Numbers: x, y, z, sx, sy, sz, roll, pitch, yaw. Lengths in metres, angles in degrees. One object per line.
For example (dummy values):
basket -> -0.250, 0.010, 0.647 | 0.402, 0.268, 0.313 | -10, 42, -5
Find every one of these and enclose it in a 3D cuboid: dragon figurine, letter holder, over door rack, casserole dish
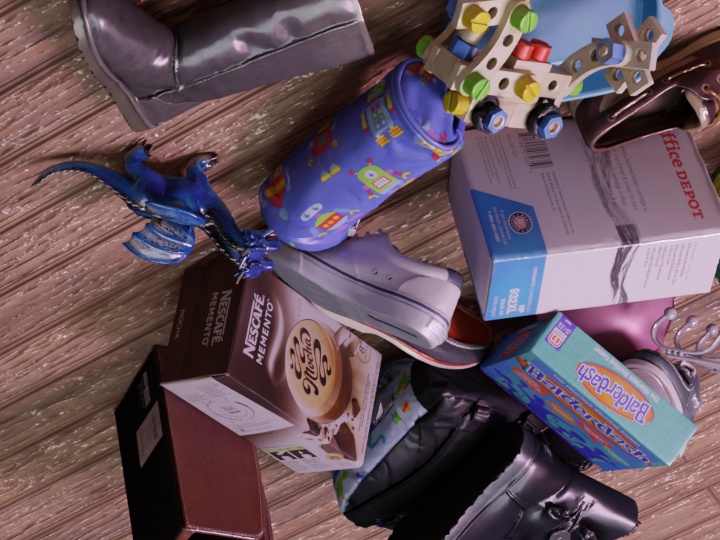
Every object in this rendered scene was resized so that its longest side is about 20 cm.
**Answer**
dragon figurine -> -0.157, -0.047, 1.545 | 0.199, 0.100, 0.059 | 10, 134, -25
letter holder -> -0.128, 0.186, 1.739 | 0.141, 0.201, 0.101 | 11, 133, -27
over door rack -> 0.363, 0.078, 1.646 | 0.148, 0.199, 0.067 | 16, 95, -62
casserole dish -> 0.146, -0.186, 1.523 | 0.199, 0.039, 0.122 | -11, 139, -6

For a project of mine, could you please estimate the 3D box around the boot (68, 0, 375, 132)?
boot -> -0.100, -0.184, 1.429 | 0.199, 0.073, 0.182 | -14, 154, 10

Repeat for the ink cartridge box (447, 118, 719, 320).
ink cartridge box -> 0.185, -0.048, 1.607 | 0.198, 0.146, 0.084 | -7, 140, -9

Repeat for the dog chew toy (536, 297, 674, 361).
dog chew toy -> 0.223, 0.054, 1.761 | 0.124, 0.125, 0.200 | -14, 148, 0

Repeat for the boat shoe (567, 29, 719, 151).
boat shoe -> 0.273, -0.142, 1.582 | 0.199, 0.072, 0.072 | -13, 140, -1

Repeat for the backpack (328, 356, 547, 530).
backpack -> 0.056, 0.162, 1.826 | 0.162, 0.154, 0.201 | 12, 118, -40

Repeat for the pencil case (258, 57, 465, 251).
pencil case -> 0.003, -0.086, 1.536 | 0.087, 0.078, 0.200 | 32, 136, -21

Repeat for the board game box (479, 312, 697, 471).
board game box -> 0.192, 0.109, 1.675 | 0.045, 0.152, 0.200 | -51, -178, -12

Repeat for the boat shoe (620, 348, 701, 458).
boat shoe -> 0.267, 0.105, 1.716 | 0.072, 0.062, 0.200 | 23, 163, 24

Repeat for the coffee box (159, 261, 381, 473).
coffee box -> -0.075, 0.086, 1.695 | 0.079, 0.114, 0.200 | -10, 148, 36

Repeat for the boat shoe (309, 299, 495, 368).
boat shoe -> 0.047, 0.030, 1.719 | 0.199, 0.071, 0.063 | 23, 125, -30

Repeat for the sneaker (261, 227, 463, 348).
sneaker -> 0.000, 0.000, 1.618 | 0.071, 0.199, 0.073 | -57, 152, -16

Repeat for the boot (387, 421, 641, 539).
boot -> 0.141, 0.249, 1.777 | 0.168, 0.077, 0.200 | 37, 106, -26

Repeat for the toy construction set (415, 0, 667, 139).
toy construction set -> 0.128, -0.165, 1.452 | 0.199, 0.092, 0.132 | 10, 115, -30

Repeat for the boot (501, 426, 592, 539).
boot -> 0.158, 0.207, 1.848 | 0.073, 0.154, 0.204 | 44, 152, -2

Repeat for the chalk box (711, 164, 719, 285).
chalk box -> 0.376, -0.043, 1.688 | 0.199, 0.124, 0.125 | 5, 137, -20
